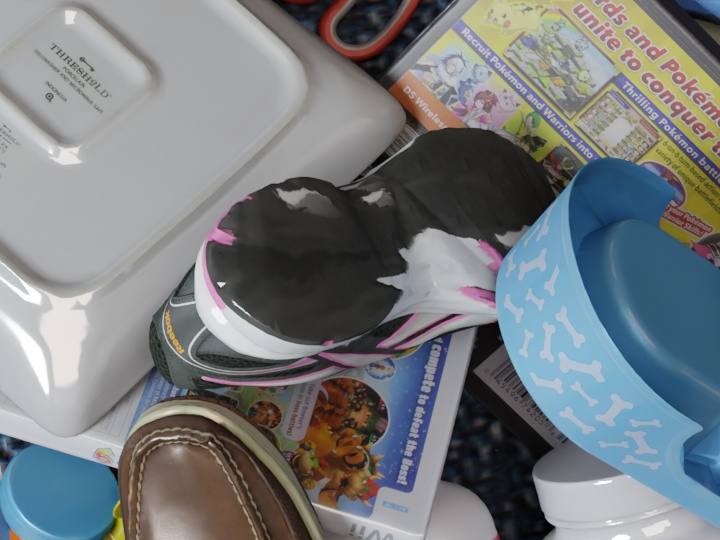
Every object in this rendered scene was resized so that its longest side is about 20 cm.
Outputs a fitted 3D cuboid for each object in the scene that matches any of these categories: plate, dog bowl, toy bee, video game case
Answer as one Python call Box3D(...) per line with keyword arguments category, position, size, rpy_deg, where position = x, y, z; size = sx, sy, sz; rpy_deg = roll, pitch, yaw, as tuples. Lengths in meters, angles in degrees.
Box3D(category="plate", position=(-0.114, -0.067, 0.726), size=(0.200, 0.032, 0.200), rpy_deg=(42, 67, 10))
Box3D(category="dog bowl", position=(0.130, 0.039, 0.704), size=(0.200, 0.050, 0.112), rpy_deg=(30, 42, -30))
Box3D(category="toy bee", position=(-0.102, 0.093, 0.761), size=(0.109, 0.131, 0.200), rpy_deg=(-2, 76, -31))
Box3D(category="video game case", position=(0.091, -0.023, 0.779), size=(0.200, 0.026, 0.181), rpy_deg=(43, 115, -7))
Box3D(category="video game case", position=(-0.057, 0.022, 0.736), size=(0.200, 0.018, 0.143), rpy_deg=(16, 51, 1))

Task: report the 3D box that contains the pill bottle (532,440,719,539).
Box3D(category="pill bottle", position=(0.135, 0.166, 0.770), size=(0.112, 0.112, 0.200), rpy_deg=(-19, 99, -7))

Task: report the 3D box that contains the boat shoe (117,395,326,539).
Box3D(category="boat shoe", position=(-0.042, 0.146, 0.670), size=(0.075, 0.075, 0.202), rpy_deg=(-12, 108, 14))

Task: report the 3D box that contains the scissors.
Box3D(category="scissors", position=(0.028, -0.187, 0.835), size=(0.073, 0.014, 0.200), rpy_deg=(34, 83, -2))

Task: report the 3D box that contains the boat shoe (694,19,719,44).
Box3D(category="boat shoe", position=(0.140, -0.092, 0.819), size=(0.200, 0.062, 0.073), rpy_deg=(-14, 93, -8))

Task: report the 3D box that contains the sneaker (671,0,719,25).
Box3D(category="sneaker", position=(0.168, -0.125, 0.754), size=(0.200, 0.078, 0.066), rpy_deg=(20, 87, -3))

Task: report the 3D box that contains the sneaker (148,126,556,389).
Box3D(category="sneaker", position=(0.000, 0.000, 0.708), size=(0.200, 0.086, 0.080), rpy_deg=(-5, 70, -43))

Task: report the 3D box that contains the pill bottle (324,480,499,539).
Box3D(category="pill bottle", position=(0.016, 0.157, 0.770), size=(0.109, 0.109, 0.200), rpy_deg=(-17, 90, -7))
